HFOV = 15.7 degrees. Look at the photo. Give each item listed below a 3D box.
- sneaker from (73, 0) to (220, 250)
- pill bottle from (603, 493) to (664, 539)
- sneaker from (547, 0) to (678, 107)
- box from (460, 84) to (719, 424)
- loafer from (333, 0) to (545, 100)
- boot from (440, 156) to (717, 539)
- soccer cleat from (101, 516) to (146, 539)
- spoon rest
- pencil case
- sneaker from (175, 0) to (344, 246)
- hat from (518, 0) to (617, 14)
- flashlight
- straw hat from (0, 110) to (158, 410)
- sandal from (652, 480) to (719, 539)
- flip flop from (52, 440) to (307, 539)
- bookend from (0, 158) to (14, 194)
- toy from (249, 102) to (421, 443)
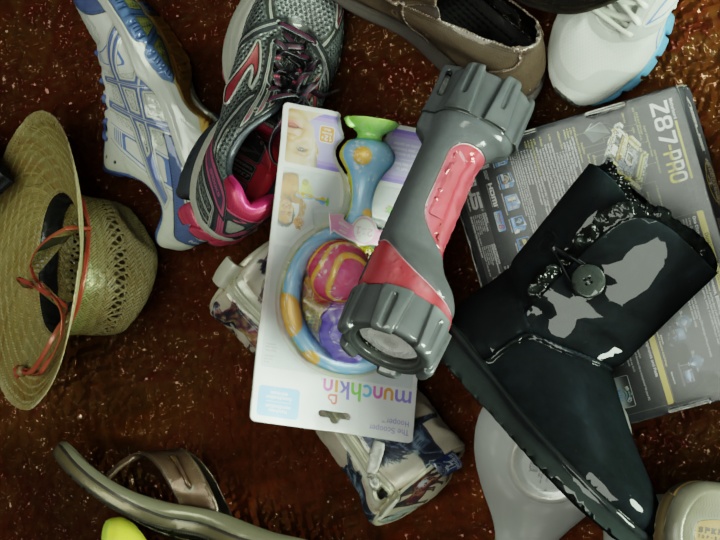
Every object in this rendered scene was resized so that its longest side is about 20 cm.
[{"bbox_3d":[-0.148,-0.105,1.733,0.088,0.075,0.200,-34,83,16],"label":"sneaker"},{"bbox_3d":[0.201,0.244,1.628,0.116,0.116,0.200,-1,93,17],"label":"pill bottle"},{"bbox_3d":[0.176,-0.190,1.626,0.075,0.087,0.200,35,103,10],"label":"sneaker"},{"bbox_3d":[0.157,-0.002,1.661,0.161,0.049,0.200,-17,89,18],"label":"box"},{"bbox_3d":[0.043,-0.187,1.663,0.200,0.071,0.073,36,58,4],"label":"loafer"},{"bbox_3d":[0.156,0.048,1.576,0.168,0.076,0.200,-43,67,2],"label":"boot"},{"bbox_3d":[-0.123,0.257,1.756,0.084,0.065,0.200,-17,91,10],"label":"soccer cleat"},{"bbox_3d":[0.109,0.155,1.661,0.099,0.061,0.200,16,106,0],"label":"spoon rest"},{"bbox_3d":[-0.017,0.069,1.697,0.078,0.089,0.200,-40,81,15],"label":"pencil case"},{"bbox_3d":[-0.051,-0.110,1.674,0.081,0.075,0.200,22,74,-20],"label":"sneaker"},{"bbox_3d":[0.106,-0.250,1.602,0.201,0.081,0.201,1,91,52],"label":"hat"},{"bbox_3d":[0.051,-0.032,1.596,0.068,0.068,0.200,-2,53,44],"label":"flashlight"},{"bbox_3d":[-0.182,-0.003,1.741,0.085,0.201,0.201,5,96,-25],"label":"straw hat"},{"bbox_3d":[0.264,0.159,1.574,0.055,0.200,0.082,-7,75,55],"label":"sandal"},{"bbox_3d":[-0.110,0.152,1.741,0.200,0.081,0.058,18,80,14],"label":"flip flop"},{"bbox_3d":[-0.355,-0.122,1.710,0.092,0.199,0.200,-39,70,15],"label":"bookend"},{"bbox_3d":[0.000,0.000,1.623,0.115,0.047,0.200,10,78,-26],"label":"toy"}]
